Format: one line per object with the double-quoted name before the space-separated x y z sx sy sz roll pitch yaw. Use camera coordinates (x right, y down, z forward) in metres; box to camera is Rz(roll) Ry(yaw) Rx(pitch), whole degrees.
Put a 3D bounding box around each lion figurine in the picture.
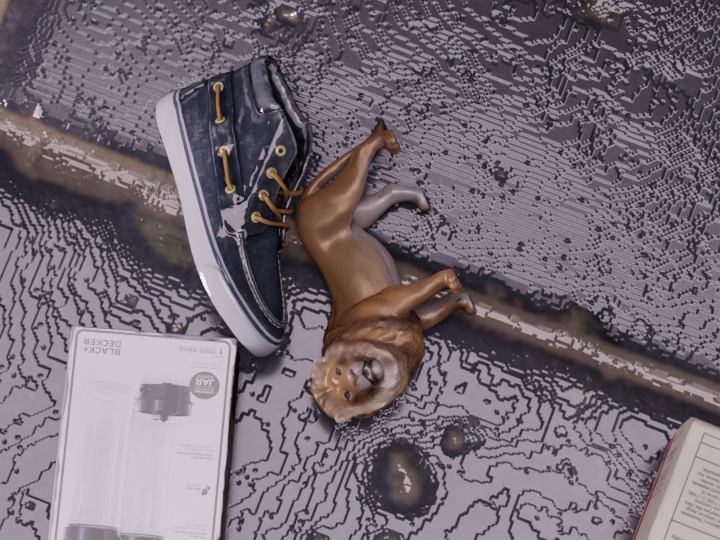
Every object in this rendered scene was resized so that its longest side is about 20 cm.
"lion figurine" 0.000 0.000 1.724 0.122 0.072 0.200 -24 64 6

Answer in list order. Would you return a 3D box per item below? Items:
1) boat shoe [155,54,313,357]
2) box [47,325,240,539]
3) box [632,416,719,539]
"boat shoe" -0.070 -0.047 1.708 0.091 0.071 0.201 -24 73 17
"box" -0.146 0.144 1.686 0.116 0.060 0.200 4 77 0
"box" 0.234 0.216 1.652 0.128 0.109 0.200 22 78 4
